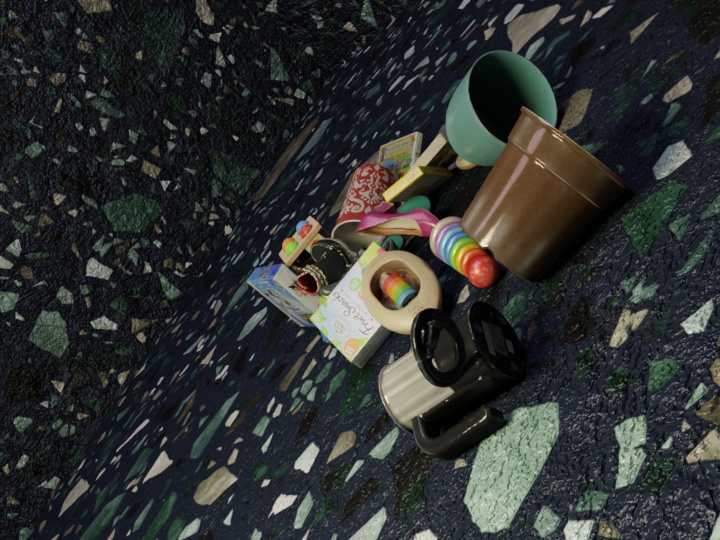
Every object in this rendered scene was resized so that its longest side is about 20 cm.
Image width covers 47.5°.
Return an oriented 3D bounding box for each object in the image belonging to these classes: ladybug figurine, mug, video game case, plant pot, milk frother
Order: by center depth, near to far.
[{"bbox_3d":[0.095,0.136,1.127,0.188,0.199,0.182,-38,25,32],"label":"milk frother"},{"bbox_3d":[0.264,-0.104,1.232,0.200,0.199,0.201,-54,17,14],"label":"plant pot"},{"bbox_3d":[0.079,0.047,1.466,0.135,0.072,0.200,-40,45,2],"label":"ladybug figurine"},{"bbox_3d":[0.259,-0.300,1.606,0.202,0.199,0.161,-59,10,-26],"label":"plant pot"},{"bbox_3d":[-0.157,0.062,1.894,0.046,0.181,0.199,-56,19,-17],"label":"video game case"},{"bbox_3d":[0.004,-0.133,1.929,0.177,0.132,0.202,-39,29,45],"label":"mug"},{"bbox_3d":[0.087,-0.233,2.019,0.199,0.023,0.186,175,105,-66],"label":"video game case"}]

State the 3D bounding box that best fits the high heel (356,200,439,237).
[{"bbox_3d":[0.083,-0.087,1.701,0.198,0.068,0.096,25,61,37],"label":"high heel"}]

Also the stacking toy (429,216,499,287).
[{"bbox_3d":[0.189,-0.026,1.425,0.086,0.085,0.200,-48,25,6],"label":"stacking toy"}]

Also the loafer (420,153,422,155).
[{"bbox_3d":[0.109,-0.263,2.081,0.072,0.063,0.199,-57,19,-23],"label":"loafer"}]

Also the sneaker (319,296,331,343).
[{"bbox_3d":[-0.028,0.110,1.706,0.199,0.075,0.107,19,99,61],"label":"sneaker"}]

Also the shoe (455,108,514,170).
[{"bbox_3d":[0.272,-0.287,1.755,0.199,0.053,0.070,-35,23,39],"label":"shoe"}]

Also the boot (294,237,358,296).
[{"bbox_3d":[-0.087,-0.010,1.789,0.152,0.075,0.202,-16,28,-36],"label":"boot"}]

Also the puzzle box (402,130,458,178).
[{"bbox_3d":[0.171,-0.247,1.803,0.132,0.026,0.200,-26,-15,-39],"label":"puzzle box"}]

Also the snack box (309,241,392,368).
[{"bbox_3d":[0.015,0.064,1.582,0.201,0.053,0.142,-50,52,2],"label":"snack box"}]

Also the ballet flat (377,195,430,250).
[{"bbox_3d":[0.083,-0.079,1.789,0.202,0.072,0.072,-55,19,-19],"label":"ballet flat"}]

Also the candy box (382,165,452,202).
[{"bbox_3d":[0.127,-0.187,1.784,0.102,0.027,0.199,-40,-11,22],"label":"candy box"}]

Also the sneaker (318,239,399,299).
[{"bbox_3d":[0.000,0.000,1.680,0.197,0.082,0.074,-25,16,-13],"label":"sneaker"}]

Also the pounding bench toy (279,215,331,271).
[{"bbox_3d":[-0.134,-0.010,2.020,0.201,0.156,0.124,-50,18,0],"label":"pounding bench toy"}]
